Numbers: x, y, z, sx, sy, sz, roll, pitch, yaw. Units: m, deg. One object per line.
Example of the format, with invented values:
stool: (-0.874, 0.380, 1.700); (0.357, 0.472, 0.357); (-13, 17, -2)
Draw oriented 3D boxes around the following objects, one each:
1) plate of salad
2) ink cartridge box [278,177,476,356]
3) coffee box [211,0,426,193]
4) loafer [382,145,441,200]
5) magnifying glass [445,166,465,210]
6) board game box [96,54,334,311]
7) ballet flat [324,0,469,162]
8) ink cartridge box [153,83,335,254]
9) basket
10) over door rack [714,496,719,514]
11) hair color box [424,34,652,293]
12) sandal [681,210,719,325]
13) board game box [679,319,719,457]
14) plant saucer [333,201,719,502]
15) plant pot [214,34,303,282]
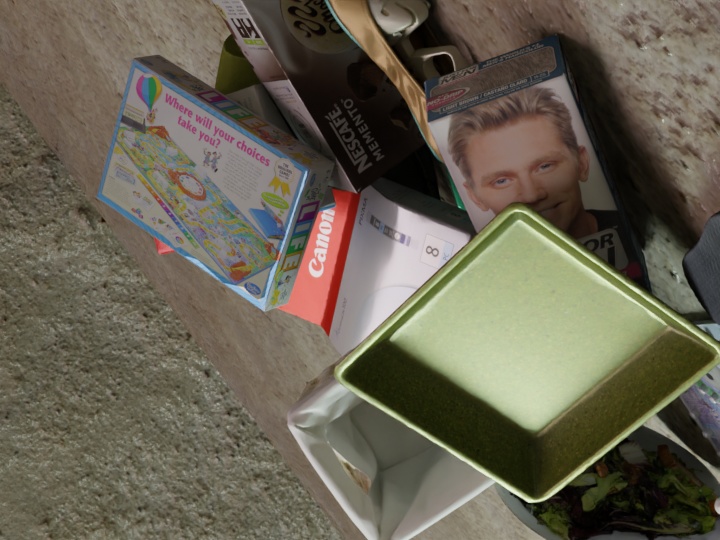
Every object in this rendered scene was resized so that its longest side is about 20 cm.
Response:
plate of salad: (0.202, 0.165, 1.337); (0.200, 0.200, 0.048); (42, 132, 38)
ink cartridge box: (0.000, 0.000, 1.433); (0.200, 0.047, 0.160); (22, 117, 20)
coffee box: (-0.023, -0.176, 1.352); (0.200, 0.113, 0.080); (59, 165, -20)
loafer: (0.039, -0.062, 1.460); (0.200, 0.073, 0.072); (62, -175, -15)
magnifying glass: (0.099, -0.048, 1.449); (0.080, 0.022, 0.200); (52, 168, 18)
board game box: (-0.124, -0.074, 1.389); (0.200, 0.034, 0.135); (33, 119, 25)
ballet flat: (0.044, -0.173, 1.286); (0.063, 0.069, 0.200); (-24, 107, 47)
ink cartridge box: (-0.129, -0.084, 1.454); (0.200, 0.067, 0.116); (-14, 92, 38)
basket: (0.059, 0.101, 1.317); (0.136, 0.200, 0.123); (55, -174, -6)
over door rack: (0.315, 0.197, 1.140); (0.148, 0.067, 0.200); (33, 146, 31)
hair color box: (0.125, -0.054, 1.168); (0.061, 0.100, 0.200); (-89, -24, -55)
sandal: (0.247, -0.008, 1.053); (0.076, 0.043, 0.200); (60, 176, 1)
board game box: (0.292, 0.125, 1.237); (0.200, 0.026, 0.200); (54, 166, -5)
plant saucer: (0.116, 0.051, 1.179); (0.200, 0.200, 0.048); (34, -148, -21)
plant pot: (-0.063, -0.122, 1.537); (0.187, 0.187, 0.200); (36, 141, 50)
